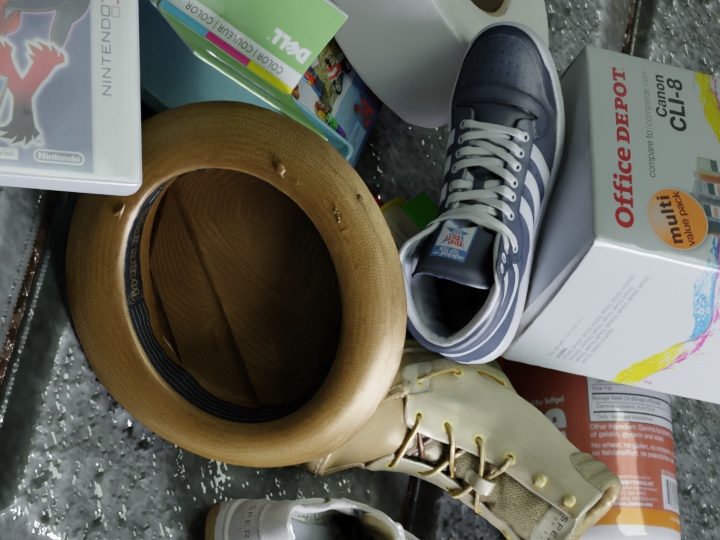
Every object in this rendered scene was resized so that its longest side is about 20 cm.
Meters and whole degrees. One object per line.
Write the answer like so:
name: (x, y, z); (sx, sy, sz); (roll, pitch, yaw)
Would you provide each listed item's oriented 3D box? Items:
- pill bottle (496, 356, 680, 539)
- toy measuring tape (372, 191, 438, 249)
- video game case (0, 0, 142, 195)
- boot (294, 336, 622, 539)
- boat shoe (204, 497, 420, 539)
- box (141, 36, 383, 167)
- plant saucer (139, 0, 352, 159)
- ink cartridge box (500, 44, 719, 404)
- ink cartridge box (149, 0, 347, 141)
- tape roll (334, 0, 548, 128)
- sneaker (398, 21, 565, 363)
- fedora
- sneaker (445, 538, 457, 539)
pill bottle: (0.142, 0.087, 1.671); (0.112, 0.112, 0.202); (16, 65, -49)
toy measuring tape: (0.000, 0.000, 1.528); (0.074, 0.073, 0.200); (71, 22, -7)
video game case: (-0.204, -0.134, 1.288); (0.198, 0.023, 0.184); (4, 75, -25)
boot: (0.058, 0.114, 1.531); (0.155, 0.073, 0.200); (44, 28, 17)
boat shoe: (-0.004, 0.166, 1.486); (0.199, 0.069, 0.071); (17, 63, -53)
box: (-0.063, -0.082, 1.516); (0.137, 0.037, 0.201); (51, 43, -30)
plant saucer: (-0.095, -0.107, 1.437); (0.200, 0.019, 0.070); (39, 46, -7)
ink cartridge box: (0.195, -0.022, 1.590); (0.198, 0.145, 0.146); (11, 56, -17)
ink cartridge box: (-0.075, -0.158, 1.396); (0.104, 0.059, 0.200); (34, 11, -40)
tape roll: (0.037, -0.194, 1.622); (0.202, 0.070, 0.204); (42, 36, -41)
sneaker: (0.068, -0.045, 1.494); (0.108, 0.070, 0.202); (1, 97, -74)
fedora: (-0.059, 0.002, 1.392); (0.202, 0.199, 0.082); (68, 20, -11)
sneaker: (0.093, 0.237, 1.553); (0.077, 0.088, 0.201); (-63, 142, -47)
